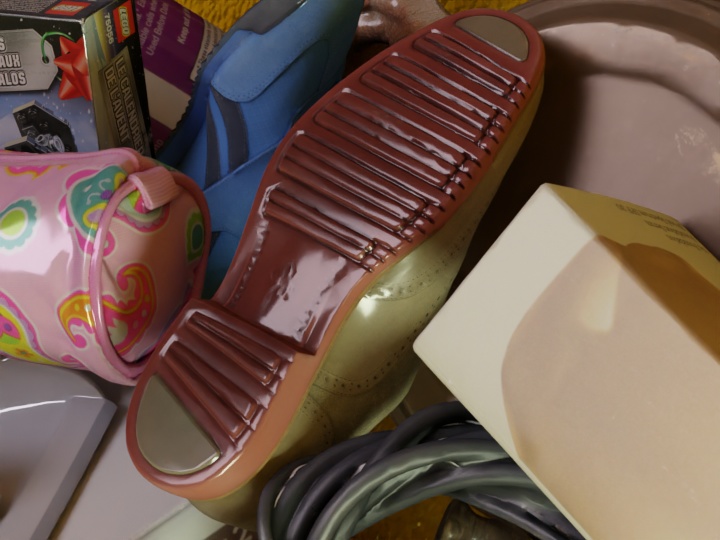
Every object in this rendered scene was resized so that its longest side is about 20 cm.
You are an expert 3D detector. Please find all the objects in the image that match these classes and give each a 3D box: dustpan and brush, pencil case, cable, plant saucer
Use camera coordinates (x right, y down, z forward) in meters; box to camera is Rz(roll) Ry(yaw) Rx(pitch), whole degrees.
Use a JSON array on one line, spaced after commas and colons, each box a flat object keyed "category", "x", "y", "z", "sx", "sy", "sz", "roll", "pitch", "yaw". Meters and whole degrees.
[{"category": "dustpan and brush", "x": -0.204, "y": 0.070, "z": 0.921, "sx": 0.199, "sy": 0.057, "sz": 0.140, "roll": -5, "pitch": 33, "yaw": 21}, {"category": "pencil case", "x": -0.156, "y": -0.013, "z": 0.951, "sx": 0.199, "sy": 0.087, "sz": 0.088, "roll": 10, "pitch": 79, "yaw": 27}, {"category": "cable", "x": 0.042, "y": 0.139, "z": 0.844, "sx": 0.163, "sy": 0.200, "sz": 0.051, "roll": -52, "pitch": -3, "yaw": 8}, {"category": "plant saucer", "x": 0.085, "y": -0.001, "z": 0.894, "sx": 0.199, "sy": 0.029, "sz": 0.201, "roll": 0, "pitch": 90, "yaw": 23}]

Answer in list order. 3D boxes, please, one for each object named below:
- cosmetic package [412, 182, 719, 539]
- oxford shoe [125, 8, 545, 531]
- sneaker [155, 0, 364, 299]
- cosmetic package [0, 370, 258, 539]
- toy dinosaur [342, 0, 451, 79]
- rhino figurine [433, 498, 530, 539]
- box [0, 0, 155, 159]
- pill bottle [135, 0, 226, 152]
[{"category": "cosmetic package", "x": 0.120, "y": 0.067, "z": 0.790, "sx": 0.200, "sy": 0.105, "sz": 0.071, "roll": 47, "pitch": 108, "yaw": 26}, {"category": "oxford shoe", "x": 0.000, "y": 0.000, "z": 0.884, "sx": 0.070, "sy": 0.075, "sz": 0.200, "roll": 36, "pitch": 85, "yaw": 37}, {"category": "sneaker", "x": -0.031, "y": -0.046, "z": 0.994, "sx": 0.078, "sy": 0.066, "sz": 0.200, "roll": 45, "pitch": 139, "yaw": 8}, {"category": "cosmetic package", "x": -0.129, "y": 0.144, "z": 0.985, "sx": 0.165, "sy": 0.166, "sz": 0.200, "roll": -34, "pitch": 34, "yaw": -22}, {"category": "toy dinosaur", "x": 0.024, "y": -0.043, "z": 1.014, "sx": 0.135, "sy": 0.086, "sz": 0.201, "roll": -6, "pitch": 73, "yaw": 47}, {"category": "rhino figurine", "x": 0.040, "y": 0.186, "z": 0.891, "sx": 0.060, "sy": 0.087, "sz": 0.201, "roll": 102, "pitch": -174, "yaw": -86}, {"category": "box", "x": -0.172, "y": -0.048, "z": 1.020, "sx": 0.199, "sy": 0.040, "sz": 0.138, "roll": 8, "pitch": 119, "yaw": 27}, {"category": "pill bottle", "x": -0.138, "y": -0.086, "z": 1.106, "sx": 0.112, "sy": 0.200, "sz": 0.112, "roll": -50, "pitch": 20, "yaw": 26}]
